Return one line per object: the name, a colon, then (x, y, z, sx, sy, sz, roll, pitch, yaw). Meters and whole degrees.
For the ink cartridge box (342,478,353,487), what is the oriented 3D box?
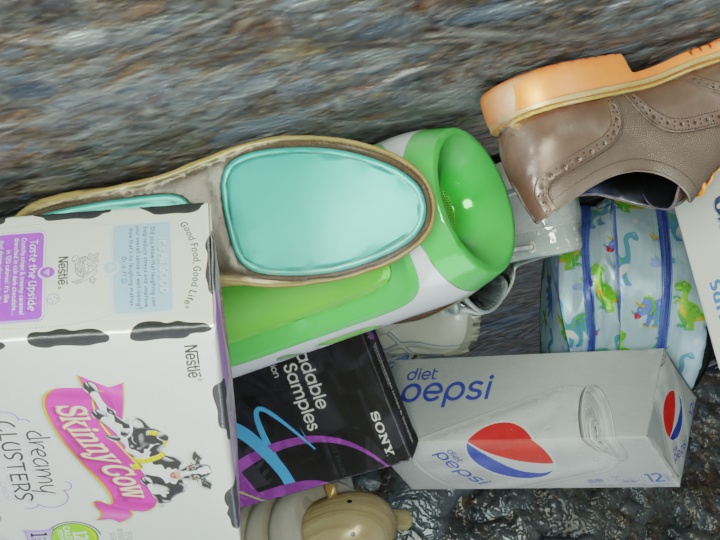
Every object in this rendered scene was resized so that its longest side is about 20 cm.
ink cartridge box: (-0.088, 0.173, 1.564, 0.147, 0.201, 0.076, -9, 170, -29)

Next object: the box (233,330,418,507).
box: (-0.079, 0.079, 1.201, 0.199, 0.144, 0.036, -18, -163, 13)

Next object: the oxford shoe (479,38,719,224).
oxford shoe: (0.153, -0.066, 0.892, 0.199, 0.073, 0.071, -12, 170, -20)

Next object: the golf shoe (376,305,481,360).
golf shoe: (0.014, 0.029, 1.252, 0.097, 0.079, 0.200, -8, 168, -22)

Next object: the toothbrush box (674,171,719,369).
toothbrush box: (0.270, -0.045, 0.981, 0.199, 0.147, 0.085, -19, 170, 33)

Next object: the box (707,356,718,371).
box: (0.351, -0.015, 1.366, 0.199, 0.124, 0.198, -10, 169, -18)

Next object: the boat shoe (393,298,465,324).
boat shoe: (-0.002, -0.006, 1.063, 0.201, 0.075, 0.075, -13, -173, 30)

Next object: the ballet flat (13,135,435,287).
ballet flat: (-0.065, -0.023, 0.864, 0.198, 0.069, 0.063, -6, 180, 2)

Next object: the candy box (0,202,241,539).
candy box: (-0.156, 0.058, 0.830, 0.198, 0.072, 0.168, -5, 139, -3)

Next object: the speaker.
speaker: (-0.025, -0.004, 0.940, 0.199, 0.089, 0.088, -20, 170, 31)

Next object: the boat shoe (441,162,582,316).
boat shoe: (0.060, -0.008, 1.100, 0.070, 0.072, 0.201, -9, 169, -32)

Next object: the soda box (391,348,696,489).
soda box: (0.111, 0.098, 1.217, 0.199, 0.069, 0.064, -4, 143, 31)

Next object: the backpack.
backpack: (0.180, 0.029, 1.271, 0.153, 0.164, 0.200, 13, 156, -12)

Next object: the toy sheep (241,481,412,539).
toy sheep: (-0.041, 0.213, 1.326, 0.137, 0.138, 0.200, -6, 151, -43)
